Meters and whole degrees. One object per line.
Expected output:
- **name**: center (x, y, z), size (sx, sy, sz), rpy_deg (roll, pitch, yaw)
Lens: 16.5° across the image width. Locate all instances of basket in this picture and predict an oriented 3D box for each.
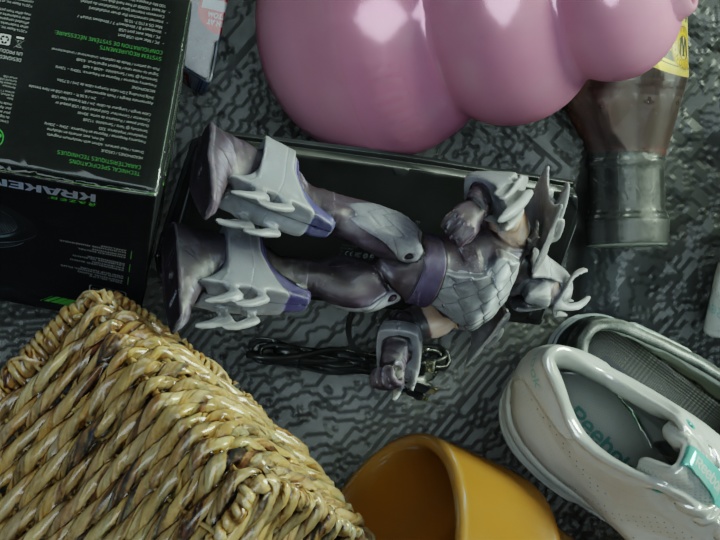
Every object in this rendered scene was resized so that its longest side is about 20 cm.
- **basket**: center (-0.110, 0.135, 1.097), size (0.200, 0.143, 0.149), rpy_deg (-49, 56, 3)

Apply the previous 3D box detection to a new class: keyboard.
- **keyboard**: center (0.000, 0.000, 1.160), size (0.198, 0.021, 0.128), rpy_deg (8, 117, -22)

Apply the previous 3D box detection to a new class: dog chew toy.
- **dog chew toy**: center (0.055, -0.118, 1.131), size (0.198, 0.124, 0.126), rpy_deg (-5, 89, 21)

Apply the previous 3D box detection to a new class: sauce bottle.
- **sauce bottle**: center (0.126, -0.112, 1.188), size (0.065, 0.066, 0.202), rpy_deg (-3, 91, -4)

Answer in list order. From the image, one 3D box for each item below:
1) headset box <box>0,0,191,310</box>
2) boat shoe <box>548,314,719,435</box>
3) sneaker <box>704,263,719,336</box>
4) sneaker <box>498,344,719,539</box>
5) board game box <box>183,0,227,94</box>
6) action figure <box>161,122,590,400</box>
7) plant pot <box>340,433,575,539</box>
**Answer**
- **headset box**: center (-0.171, -0.057, 1.102), size (0.173, 0.200, 0.094), rpy_deg (11, 72, -5)
- **boat shoe**: center (0.171, 0.093, 1.171), size (0.199, 0.071, 0.072), rpy_deg (33, 86, -1)
- **sneaker**: center (0.260, 0.039, 1.192), size (0.199, 0.075, 0.089), rpy_deg (26, 104, -2)
- **sneaker**: center (0.148, 0.101, 1.081), size (0.199, 0.089, 0.075), rpy_deg (34, 72, 6)
- **board game box**: center (-0.108, -0.192, 1.173), size (0.200, 0.062, 0.200), rpy_deg (45, 85, -4)
- **action figure**: center (0.013, -0.001, 1.107), size (0.198, 0.070, 0.131), rpy_deg (10, 123, -20)
- **plant pot**: center (0.071, 0.199, 1.124), size (0.182, 0.200, 0.202), rpy_deg (23, 87, -19)
